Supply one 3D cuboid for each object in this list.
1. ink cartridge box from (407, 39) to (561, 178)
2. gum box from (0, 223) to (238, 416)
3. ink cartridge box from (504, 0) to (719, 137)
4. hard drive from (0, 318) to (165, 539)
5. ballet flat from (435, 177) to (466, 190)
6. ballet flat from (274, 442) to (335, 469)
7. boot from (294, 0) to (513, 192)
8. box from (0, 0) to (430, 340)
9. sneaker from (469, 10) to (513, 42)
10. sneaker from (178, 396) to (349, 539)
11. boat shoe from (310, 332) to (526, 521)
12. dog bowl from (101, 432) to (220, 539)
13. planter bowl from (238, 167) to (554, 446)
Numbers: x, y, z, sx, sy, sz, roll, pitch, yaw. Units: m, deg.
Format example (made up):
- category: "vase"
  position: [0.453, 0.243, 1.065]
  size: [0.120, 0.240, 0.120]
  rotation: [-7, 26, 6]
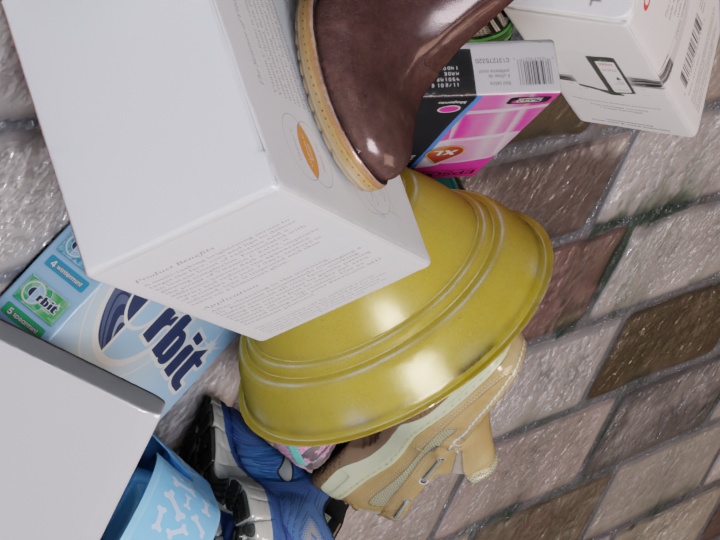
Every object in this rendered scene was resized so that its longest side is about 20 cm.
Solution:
- category: "ink cartridge box"
  position: [0.035, -0.082, 1.575]
  size: [0.094, 0.037, 0.200]
  rotation: [-4, 168, -17]
- category: "gum box"
  position: [-0.123, 0.017, 1.562]
  size: [0.200, 0.045, 0.170]
  rotation: [-48, 156, -13]
- category: "ink cartridge box"
  position: [0.162, -0.184, 1.694]
  size: [0.200, 0.084, 0.146]
  rotation: [44, 58, -65]
- category: "hard drive"
  position: [-0.202, 0.124, 1.469]
  size: [0.200, 0.132, 0.027]
  rotation: [-63, -176, 22]
- category: "ballet flat"
  position: [0.054, -0.005, 1.679]
  size: [0.068, 0.200, 0.075]
  rotation: [-13, 124, -9]
- category: "ballet flat"
  position: [-0.022, 0.045, 1.671]
  size: [0.200, 0.069, 0.071]
  rotation: [-73, 154, -51]
- category: "boot"
  position: [0.055, -0.145, 1.360]
  size: [0.166, 0.201, 0.072]
  rotation: [-15, 148, 24]
- category: "box"
  position: [-0.067, -0.066, 1.380]
  size: [0.106, 0.153, 0.200]
  rotation: [-24, 161, 17]
- category: "sneaker"
  position: [0.028, -0.150, 1.590]
  size: [0.200, 0.078, 0.085]
  rotation: [19, 88, -65]
- category: "sneaker"
  position: [-0.061, 0.145, 1.694]
  size: [0.089, 0.200, 0.079]
  rotation: [20, 107, -23]
- category: "boat shoe"
  position: [0.050, 0.088, 1.603]
  size: [0.200, 0.076, 0.072]
  rotation: [-42, -164, 54]
- category: "dog bowl"
  position: [-0.125, 0.157, 1.590]
  size: [0.112, 0.049, 0.200]
  rotation: [-59, -171, 1]
- category: "planter bowl"
  position: [0.000, 0.000, 1.551]
  size: [0.200, 0.200, 0.084]
  rotation: [-43, 119, -20]
